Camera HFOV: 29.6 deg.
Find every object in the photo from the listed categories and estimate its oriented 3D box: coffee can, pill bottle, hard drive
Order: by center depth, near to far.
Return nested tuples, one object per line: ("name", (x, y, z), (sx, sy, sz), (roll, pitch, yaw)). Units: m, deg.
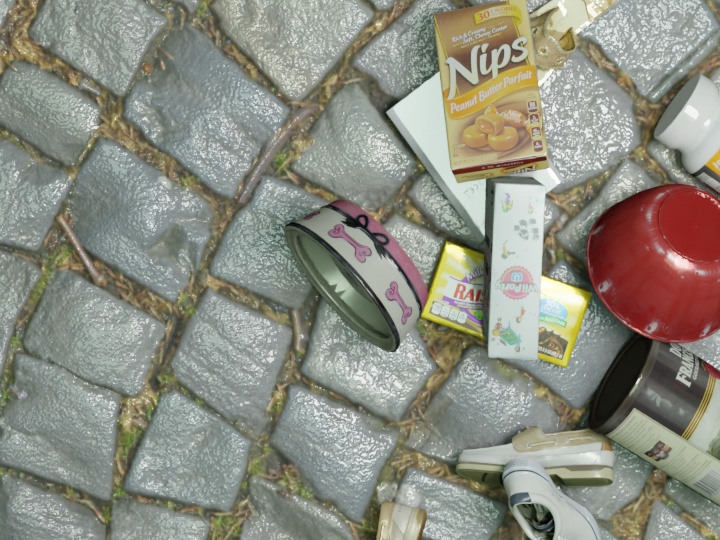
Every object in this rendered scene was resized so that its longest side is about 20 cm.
("pill bottle", (0.464, -0.143, 1.655), (0.199, 0.116, 0.117), (34, 95, -3))
("coffee can", (0.401, 0.182, 1.671), (0.199, 0.146, 0.147), (31, 95, -3))
("hard drive", (0.142, -0.155, 1.693), (0.131, 0.025, 0.201), (-36, 95, 9))

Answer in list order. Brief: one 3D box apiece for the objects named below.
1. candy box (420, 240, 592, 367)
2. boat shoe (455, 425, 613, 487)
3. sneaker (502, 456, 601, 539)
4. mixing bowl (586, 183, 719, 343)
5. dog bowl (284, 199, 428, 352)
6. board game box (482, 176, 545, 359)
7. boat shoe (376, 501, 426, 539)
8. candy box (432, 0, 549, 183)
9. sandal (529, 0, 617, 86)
("candy box", (0.183, 0.042, 1.718), (0.198, 0.026, 0.103), (19, 93, -2))
("boat shoe", (0.219, 0.233, 1.720), (0.197, 0.075, 0.069), (1, 68, 7))
("sneaker", (0.234, 0.314, 1.687), (0.072, 0.071, 0.200), (-23, 128, 32))
("mixing bowl", (0.379, -0.026, 1.623), (0.197, 0.109, 0.203), (5, 62, -9))
("dog bowl", (0.000, 0.000, 1.638), (0.074, 0.200, 0.201), (-41, 94, -14))
("board game box", (0.180, -0.007, 1.624), (0.063, 0.148, 0.203), (2, 98, 2))
("boat shoe", (0.024, 0.388, 1.735), (0.068, 0.074, 0.202), (20, 94, 10))
("candy box", (0.155, -0.213, 1.615), (0.114, 0.055, 0.203), (-8, 75, 9))
("sandal", (0.236, -0.291, 1.664), (0.212, 0.070, 0.078), (-44, 94, 4))
